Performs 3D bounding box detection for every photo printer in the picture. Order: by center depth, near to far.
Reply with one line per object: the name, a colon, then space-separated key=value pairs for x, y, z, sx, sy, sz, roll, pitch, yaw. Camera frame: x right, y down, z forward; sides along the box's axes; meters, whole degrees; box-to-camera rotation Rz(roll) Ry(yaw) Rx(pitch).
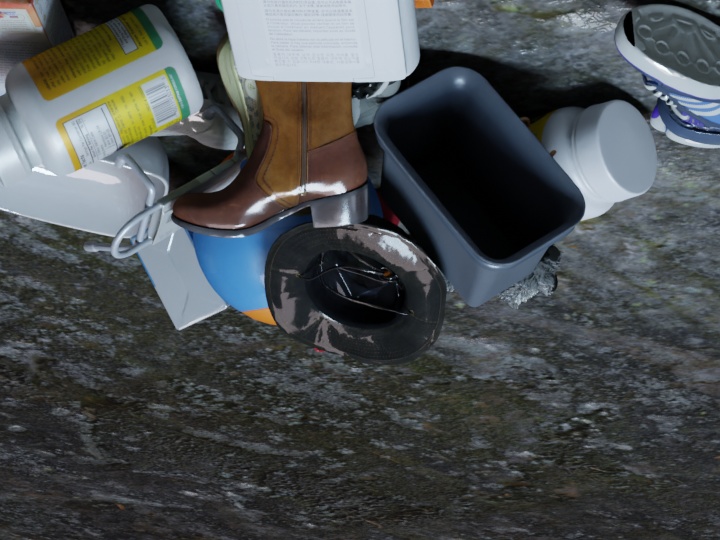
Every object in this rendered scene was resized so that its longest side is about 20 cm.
photo printer: x=-0.040 y=-0.248 z=1.460 sx=0.166 sy=0.069 sz=0.200 roll=1 pitch=140 yaw=10

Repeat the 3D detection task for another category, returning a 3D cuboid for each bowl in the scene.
bowl: x=-0.310 y=-0.116 z=1.898 sx=0.200 sy=0.075 sz=0.200 roll=12 pitch=157 yaw=-14

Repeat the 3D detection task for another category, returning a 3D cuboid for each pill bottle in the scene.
pill bottle: x=-0.257 y=-0.157 z=1.622 sx=0.200 sy=0.113 sz=0.113 roll=-28 pitch=159 yaw=-10
pill bottle: x=0.186 y=-0.098 z=1.738 sx=0.200 sy=0.114 sz=0.114 roll=-16 pitch=148 yaw=43

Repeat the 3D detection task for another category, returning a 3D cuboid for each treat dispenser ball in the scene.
treat dispenser ball: x=-0.075 y=-0.043 z=1.835 sx=0.201 sy=0.201 sz=0.201 roll=6 pitch=157 yaw=3

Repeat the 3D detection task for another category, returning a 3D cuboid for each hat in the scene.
hat: x=0.000 y=0.000 z=1.717 sx=0.201 sy=0.081 sz=0.201 roll=8 pitch=137 yaw=8

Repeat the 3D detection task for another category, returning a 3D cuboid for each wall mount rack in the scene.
wall mount rack: x=-0.187 y=-0.073 z=1.700 sx=0.075 sy=0.200 sz=0.174 roll=47 pitch=145 yaw=14

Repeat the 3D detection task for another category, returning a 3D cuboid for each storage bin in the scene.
storage bin: x=0.107 y=-0.073 z=1.660 sx=0.146 sy=0.200 sz=0.134 roll=-31 pitch=161 yaw=-21

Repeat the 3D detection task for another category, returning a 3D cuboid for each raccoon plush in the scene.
raccoon plush: x=0.132 y=-0.005 z=1.979 sx=0.200 sy=0.097 sz=0.134 roll=1 pitch=162 yaw=-21

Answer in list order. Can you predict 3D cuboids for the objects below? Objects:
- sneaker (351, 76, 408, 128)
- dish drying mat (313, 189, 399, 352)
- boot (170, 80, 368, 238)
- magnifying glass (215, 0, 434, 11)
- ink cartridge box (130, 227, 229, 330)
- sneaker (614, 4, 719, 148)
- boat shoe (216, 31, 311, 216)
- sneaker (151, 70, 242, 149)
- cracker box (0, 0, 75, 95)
sneaker: x=0.011 y=-0.188 z=1.644 sx=0.079 sy=0.074 sz=0.200 roll=-17 pitch=170 yaw=-21
dish drying mat: x=0.003 y=-0.003 z=1.906 sx=0.077 sy=0.200 sz=0.018 roll=-16 pitch=138 yaw=43
boot: x=-0.090 y=-0.134 z=1.590 sx=0.188 sy=0.200 sz=0.068 roll=-3 pitch=-161 yaw=10
magnifying glass: x=-0.033 y=-0.247 z=1.576 sx=0.200 sy=0.022 sz=0.080 roll=3 pitch=157 yaw=15
ink cartridge box: x=-0.174 y=-0.017 z=1.968 sx=0.068 sy=0.115 sz=0.200 roll=-25 pitch=-175 yaw=15
sneaker: x=0.287 y=-0.163 z=1.594 sx=0.200 sy=0.081 sz=0.146 roll=11 pitch=153 yaw=-24
boat shoe: x=-0.072 y=-0.137 z=1.654 sx=0.063 sy=0.073 sz=0.200 roll=2 pitch=129 yaw=41
sneaker: x=-0.166 y=-0.171 z=1.727 sx=0.200 sy=0.075 sz=0.088 roll=1 pitch=155 yaw=19
cracker box: x=-0.349 y=-0.227 z=1.668 sx=0.134 sy=0.058 sz=0.200 roll=5 pitch=156 yaw=6
